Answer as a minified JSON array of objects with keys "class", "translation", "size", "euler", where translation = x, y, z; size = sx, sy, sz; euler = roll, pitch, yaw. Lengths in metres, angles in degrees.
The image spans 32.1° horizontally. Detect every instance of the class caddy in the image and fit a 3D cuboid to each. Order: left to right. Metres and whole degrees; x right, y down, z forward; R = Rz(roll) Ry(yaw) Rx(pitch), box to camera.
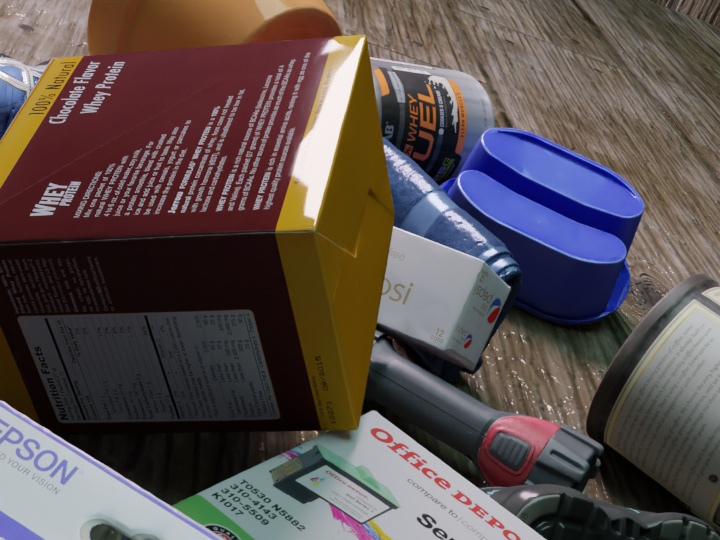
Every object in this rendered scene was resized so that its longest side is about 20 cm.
[{"class":"caddy","translation":[0.155,-0.034,1.122],"size":[0.199,0.105,0.142],"euler":[26,49,7]}]

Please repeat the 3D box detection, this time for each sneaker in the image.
[{"class":"sneaker","translation":[-0.251,-0.126,0.982],"size":[0.077,0.076,0.200],"euler":[26,26,18]},{"class":"sneaker","translation":[0.144,0.166,0.742],"size":[0.199,0.076,0.079],"euler":[28,-12,-27]}]

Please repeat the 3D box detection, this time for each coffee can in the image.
[{"class":"coffee can","translation":[0.280,0.117,0.871],"size":[0.200,0.147,0.146],"euler":[38,29,28]}]

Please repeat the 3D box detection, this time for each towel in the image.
[{"class":"towel","translation":[0.039,-0.014,0.965],"size":[0.048,0.112,0.200],"euler":[3,32,-39]}]

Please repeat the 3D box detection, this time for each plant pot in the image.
[{"class":"plant pot","translation":[-0.107,-0.193,1.055],"size":[0.140,0.201,0.200],"euler":[40,30,29]}]

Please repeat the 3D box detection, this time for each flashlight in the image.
[{"class":"flashlight","translation":[0.060,0.096,0.829],"size":[0.199,0.068,0.068],"euler":[29,38,22]}]

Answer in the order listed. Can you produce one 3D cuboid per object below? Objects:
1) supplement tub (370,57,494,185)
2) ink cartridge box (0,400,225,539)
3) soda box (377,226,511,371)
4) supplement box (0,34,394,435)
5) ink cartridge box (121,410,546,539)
[{"class":"supplement tub","translation":[0.020,-0.138,1.186],"size":[0.199,0.123,0.123],"euler":[0,33,-39]},{"class":"ink cartridge box","translation":[-0.125,0.169,0.465],"size":[0.197,0.044,0.200],"euler":[29,49,14]},{"class":"soda box","translation":[0.000,0.000,0.888],"size":[0.199,0.068,0.064],"euler":[22,-7,29]},{"class":"supplement box","translation":[-0.095,-0.023,0.710],"size":[0.199,0.133,0.198],"euler":[-2,38,11]},{"class":"ink cartridge box","translation":[-0.008,0.162,0.607],"size":[0.145,0.084,0.200],"euler":[35,27,24]}]
